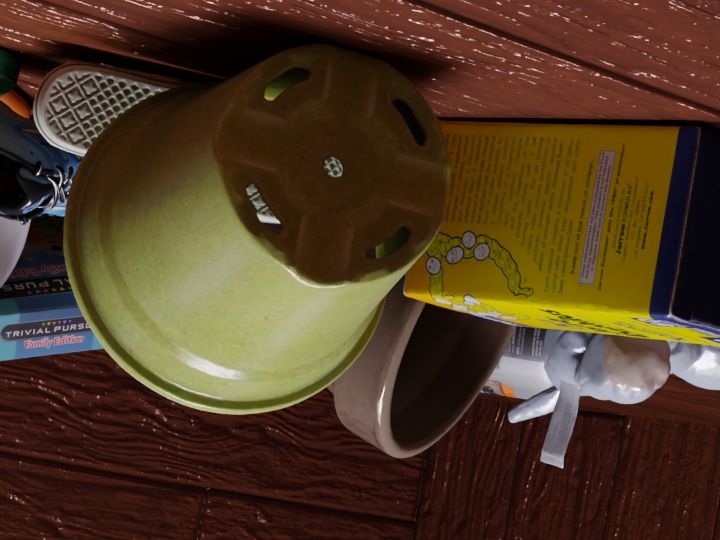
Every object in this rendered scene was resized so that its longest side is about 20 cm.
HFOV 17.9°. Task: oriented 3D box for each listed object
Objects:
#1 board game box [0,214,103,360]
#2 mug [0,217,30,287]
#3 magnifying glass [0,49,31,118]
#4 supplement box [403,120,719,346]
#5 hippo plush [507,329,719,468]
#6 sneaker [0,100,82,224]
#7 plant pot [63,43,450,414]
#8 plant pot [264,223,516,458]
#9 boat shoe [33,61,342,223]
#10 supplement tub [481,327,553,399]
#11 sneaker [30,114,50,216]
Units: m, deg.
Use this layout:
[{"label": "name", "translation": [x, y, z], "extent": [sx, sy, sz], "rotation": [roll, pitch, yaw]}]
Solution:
[{"label": "board game box", "translation": [-0.278, -0.006, 1.849], "extent": [0.151, 0.047, 0.200], "rotation": [-7, -145, -27]}, {"label": "mug", "translation": [-0.356, -0.069, 1.728], "extent": [0.153, 0.149, 0.187], "rotation": [17, 138, 27]}, {"label": "magnifying glass", "translation": [-0.246, -0.121, 1.463], "extent": [0.079, 0.022, 0.200], "rotation": [9, 175, 6]}, {"label": "supplement box", "translation": [0.139, -0.021, 1.331], "extent": [0.200, 0.110, 0.109], "rotation": [5, 172, 44]}, {"label": "hippo plush", "translation": [0.212, 0.040, 1.507], "extent": [0.160, 0.200, 0.159], "rotation": [4, -162, -18]}, {"label": "sneaker", "translation": [-0.193, -0.053, 1.416], "extent": [0.199, 0.079, 0.090], "rotation": [9, -151, -13]}, {"label": "plant pot", "translation": [-0.044, -0.036, 1.253], "extent": [0.200, 0.201, 0.184], "rotation": [12, 162, -18]}, {"label": "plant pot", "translation": [0.000, 0.000, 1.512], "extent": [0.174, 0.201, 0.200], "rotation": [26, -179, 22]}, {"label": "boat shoe", "translation": [-0.104, -0.080, 1.386], "extent": [0.200, 0.075, 0.062], "rotation": [15, -179, -17]}, {"label": "supplement tub", "translation": [0.093, 0.042, 1.966], "extent": [0.200, 0.123, 0.122], "rotation": [8, 174, 18]}, {"label": "sneaker", "translation": [-0.239, -0.086, 1.584], "extent": [0.200, 0.087, 0.078], "rotation": [-10, 160, -20]}]
